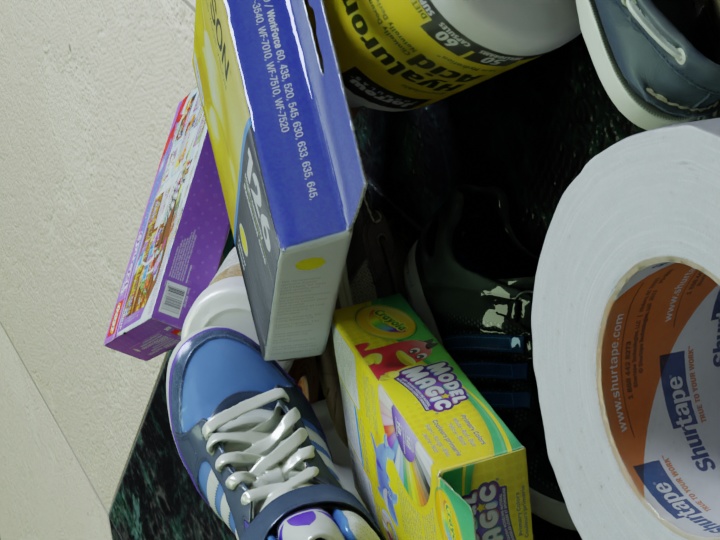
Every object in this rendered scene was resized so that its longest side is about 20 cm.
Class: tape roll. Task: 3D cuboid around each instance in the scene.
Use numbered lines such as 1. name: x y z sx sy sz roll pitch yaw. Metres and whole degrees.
1. tape roll: 0.145 0.043 0.563 0.200 0.065 0.203 28 122 58

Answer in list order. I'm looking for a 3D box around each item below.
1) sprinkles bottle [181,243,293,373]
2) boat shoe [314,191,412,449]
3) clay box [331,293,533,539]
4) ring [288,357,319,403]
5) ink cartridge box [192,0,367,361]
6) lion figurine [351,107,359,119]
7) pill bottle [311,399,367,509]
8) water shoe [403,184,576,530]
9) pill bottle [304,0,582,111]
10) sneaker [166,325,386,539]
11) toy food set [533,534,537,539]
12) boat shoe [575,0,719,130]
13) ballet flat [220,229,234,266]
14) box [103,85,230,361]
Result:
1. sprinkles bottle: -0.065 0.019 0.952 0.200 0.067 0.069 -77 -18 -76
2. boat shoe: 0.000 0.000 0.864 0.073 0.064 0.203 -169 69 -69
3. clay box: 0.039 0.106 0.743 0.200 0.047 0.116 -129 28 -60
4. ring: -0.057 0.135 1.010 0.200 0.019 0.203 9 -90 -83
5. ink cartridge box: -0.048 -0.080 0.768 0.201 0.046 0.200 102 156 -65
6. lion figurine: -0.021 -0.078 0.920 0.123 0.072 0.202 -123 23 -62
7. pill bottle: -0.004 0.190 0.962 0.111 0.110 0.202 42 137 49
8. water shoe: 0.082 0.041 0.775 0.201 0.071 0.079 58 143 32
9. pill bottle: 0.032 -0.143 0.754 0.199 0.110 0.113 -14 88 64
10. sneaker: -0.036 0.112 0.773 0.202 0.080 0.146 67 164 6
11. toy food set: 0.046 0.211 0.779 0.144 0.060 0.200 -49 27 10
12. boat shoe: 0.107 -0.159 0.638 0.062 0.074 0.202 -38 68 62
13. ballet flat: -0.103 0.026 1.132 0.067 0.069 0.203 -147 51 -64
14. box: -0.123 -0.043 1.071 0.137 0.039 0.202 -24 49 65
